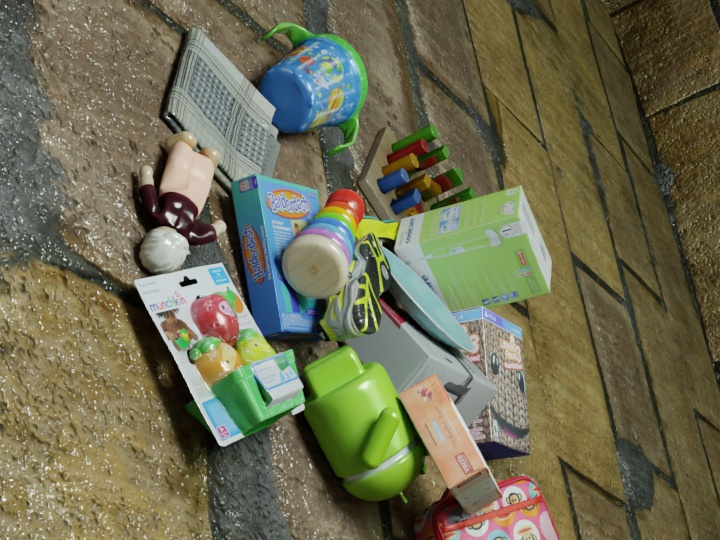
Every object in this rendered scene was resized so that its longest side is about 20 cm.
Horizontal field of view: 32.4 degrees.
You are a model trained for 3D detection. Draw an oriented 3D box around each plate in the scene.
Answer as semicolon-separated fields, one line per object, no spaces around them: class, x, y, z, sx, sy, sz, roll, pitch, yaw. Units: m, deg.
plate;0.084;0.046;1.740;0.200;0.026;0.200;46;9;-9

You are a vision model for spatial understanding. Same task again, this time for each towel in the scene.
towel;-0.173;-0.197;1.628;0.200;0.034;0.194;49;30;-33

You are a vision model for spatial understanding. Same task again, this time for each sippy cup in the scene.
sippy cup;-0.077;-0.258;1.773;0.177;0.141;0.130;30;34;15

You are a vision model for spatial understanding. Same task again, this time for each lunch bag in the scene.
lunch bag;0.172;0.362;1.688;0.198;0.082;0.178;-10;73;-34

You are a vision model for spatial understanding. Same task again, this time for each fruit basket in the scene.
fruit basket;-0.147;0.083;1.373;0.185;0.093;0.202;-12;76;-64

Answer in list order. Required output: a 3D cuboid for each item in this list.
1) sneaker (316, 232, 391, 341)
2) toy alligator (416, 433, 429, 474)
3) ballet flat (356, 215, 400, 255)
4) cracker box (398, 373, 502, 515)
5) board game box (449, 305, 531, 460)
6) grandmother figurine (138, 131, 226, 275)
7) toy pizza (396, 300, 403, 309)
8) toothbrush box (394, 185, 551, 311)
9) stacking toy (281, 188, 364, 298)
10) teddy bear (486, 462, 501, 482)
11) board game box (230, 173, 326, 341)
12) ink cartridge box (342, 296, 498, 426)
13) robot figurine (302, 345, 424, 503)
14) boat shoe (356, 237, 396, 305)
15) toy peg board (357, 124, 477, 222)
sneaker;-0.011;0.017;1.598;0.076;0.076;0.201;61;24;-22
toy alligator;0.051;0.203;1.695;0.201;0.054;0.060;54;27;-24
ballet flat;0.017;-0.043;1.831;0.199;0.066;0.068;0;71;-65
cracker box;0.117;0.224;1.573;0.135;0.057;0.200;62;2;23
board game box;0.178;0.175;1.870;0.159;0.096;0.203;26;57;-57
grandmother figurine;-0.209;-0.071;1.432;0.120;0.061;0.201;26;42;-14
toy pizza;0.110;0.095;1.929;0.200;0.031;0.202;44;33;-39
toothbrush box;0.170;-0.022;1.854;0.086;0.198;0.146;-77;145;-53
stacking toy;-0.035;-0.048;1.587;0.086;0.085;0.201;56;27;-18
teddy bear;0.188;0.359;1.814;0.146;0.066;0.200;61;25;-5
board game box;-0.093;-0.013;1.587;0.152;0.045;0.203;10;68;-60
ink cartridge box;0.082;0.130;1.722;0.145;0.084;0.199;46;11;37
robot figurine;0.004;0.196;1.538;0.202;0.115;0.175;62;-6;-4
boat shoe;0.000;0.000;1.758;0.200;0.064;0.074;44;31;-41
toy peg board;0.104;-0.129;2.035;0.201;0.097;0.200;55;27;-20
